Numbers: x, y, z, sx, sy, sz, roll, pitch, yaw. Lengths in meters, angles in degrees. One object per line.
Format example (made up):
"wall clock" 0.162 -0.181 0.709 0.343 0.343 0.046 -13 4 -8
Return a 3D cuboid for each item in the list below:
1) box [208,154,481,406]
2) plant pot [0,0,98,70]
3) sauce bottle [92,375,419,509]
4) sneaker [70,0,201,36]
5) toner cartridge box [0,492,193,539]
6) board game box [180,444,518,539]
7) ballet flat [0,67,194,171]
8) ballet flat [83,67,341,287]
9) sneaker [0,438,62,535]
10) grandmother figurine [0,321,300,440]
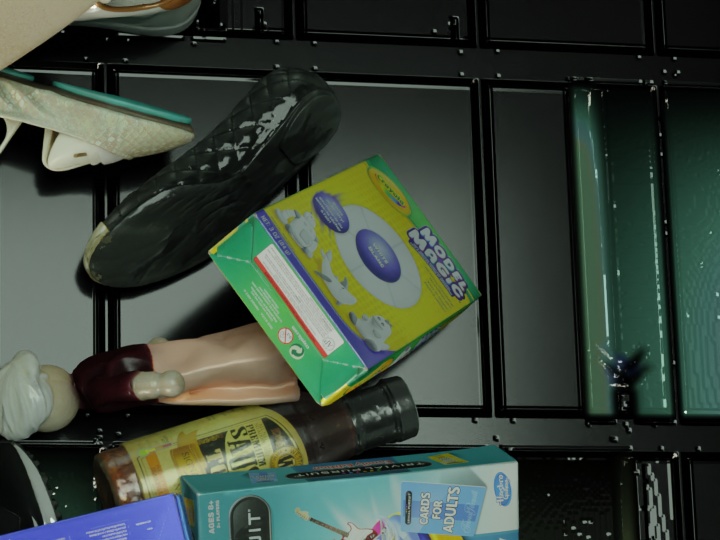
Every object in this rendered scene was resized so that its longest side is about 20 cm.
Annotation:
"box" 0.000 0.000 1.528 0.117 0.048 0.200 54 27 3
"plant pot" -0.308 -0.194 1.468 0.177 0.200 0.200 -46 56 3
"sauce bottle" -0.062 0.111 1.533 0.200 0.066 0.066 -19 81 -15
"sneaker" -0.197 -0.189 1.568 0.200 0.085 0.073 -3 78 -10
"toner cartridge box" -0.188 0.197 1.425 0.200 0.043 0.095 -13 82 -2
"board game box" -0.004 0.192 1.503 0.200 0.047 0.151 -5 100 -16
"ballet flat" -0.205 -0.094 1.562 0.200 0.067 0.062 17 93 -2
"ballet flat" -0.096 -0.056 1.583 0.200 0.057 0.067 -38 129 -17
"sneaker" -0.214 0.201 1.473 0.090 0.070 0.200 -11 80 -17
"grandmother figurine" -0.127 0.065 1.505 0.200 0.121 0.061 -10 88 -9
